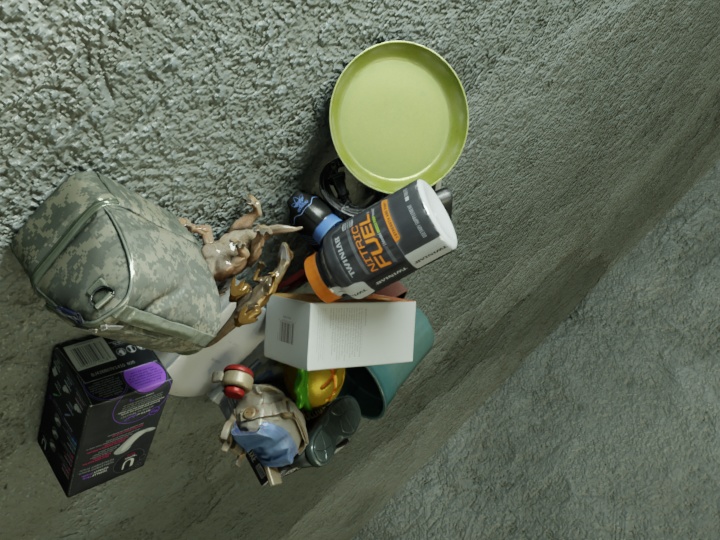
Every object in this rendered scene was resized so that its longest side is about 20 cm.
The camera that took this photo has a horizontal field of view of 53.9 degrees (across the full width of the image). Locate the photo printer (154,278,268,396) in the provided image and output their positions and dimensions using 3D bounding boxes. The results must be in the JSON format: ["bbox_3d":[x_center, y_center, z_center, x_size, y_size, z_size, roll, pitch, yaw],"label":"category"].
[{"bbox_3d":[-0.231,0.106,1.068,0.200,0.069,0.166,-45,155,-2],"label":"photo printer"}]

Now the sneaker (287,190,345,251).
[{"bbox_3d":[-0.065,-0.075,1.069,0.070,0.078,0.200,-46,176,-5],"label":"sneaker"}]

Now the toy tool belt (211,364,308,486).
[{"bbox_3d":[-0.158,0.243,1.081,0.200,0.124,0.124,56,35,-48],"label":"toy tool belt"}]

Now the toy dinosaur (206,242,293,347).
[{"bbox_3d":[-0.152,0.052,0.935,0.200,0.060,0.106,-46,174,0],"label":"toy dinosaur"}]

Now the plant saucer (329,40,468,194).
[{"bbox_3d":[0.051,-0.205,0.959,0.200,0.200,0.031,-43,-164,-6],"label":"plant saucer"}]

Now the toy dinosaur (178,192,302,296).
[{"bbox_3d":[-0.177,-0.016,0.957,0.199,0.086,0.136,-30,150,-36],"label":"toy dinosaur"}]

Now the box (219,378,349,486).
[{"bbox_3d":[-0.132,0.274,1.256,0.050,0.158,0.199,-45,157,30],"label":"box"}]

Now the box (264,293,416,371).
[{"bbox_3d":[-0.030,0.088,1.078,0.199,0.124,0.099,2,93,-39],"label":"box"}]

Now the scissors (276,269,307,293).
[{"bbox_3d":[-0.078,-0.004,1.119,0.199,0.014,0.073,-35,164,35],"label":"scissors"}]

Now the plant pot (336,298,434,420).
[{"bbox_3d":[0.037,0.163,1.443,0.196,0.200,0.201,-38,155,-32],"label":"plant pot"}]

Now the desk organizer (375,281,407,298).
[{"bbox_3d":[-0.009,0.068,1.343,0.199,0.077,0.072,-25,148,-37],"label":"desk organizer"}]

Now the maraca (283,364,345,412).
[{"bbox_3d":[-0.085,0.177,1.228,0.200,0.106,0.139,39,53,-78],"label":"maraca"}]

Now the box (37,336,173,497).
[{"bbox_3d":[-0.352,0.192,0.966,0.122,0.106,0.201,-14,141,-45],"label":"box"}]

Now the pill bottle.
[{"bbox_3d":[0.022,-0.030,0.954,0.199,0.107,0.106,-29,160,19],"label":"pill bottle"}]

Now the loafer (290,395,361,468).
[{"bbox_3d":[-0.062,0.277,1.227,0.062,0.072,0.200,-23,-175,26],"label":"loafer"}]

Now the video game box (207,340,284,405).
[{"bbox_3d":[-0.175,0.179,1.292,0.200,0.047,0.182,-42,157,-8],"label":"video game box"}]

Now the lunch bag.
[{"bbox_3d":[-0.253,0.008,0.775,0.139,0.168,0.200,-47,154,2],"label":"lunch bag"}]

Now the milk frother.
[{"bbox_3d":[0.037,-0.121,1.082,0.198,0.182,0.189,-6,146,-3],"label":"milk frother"}]
